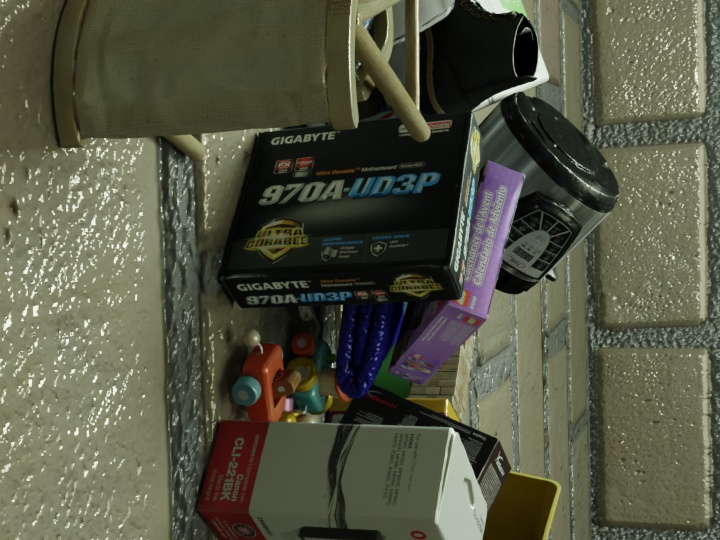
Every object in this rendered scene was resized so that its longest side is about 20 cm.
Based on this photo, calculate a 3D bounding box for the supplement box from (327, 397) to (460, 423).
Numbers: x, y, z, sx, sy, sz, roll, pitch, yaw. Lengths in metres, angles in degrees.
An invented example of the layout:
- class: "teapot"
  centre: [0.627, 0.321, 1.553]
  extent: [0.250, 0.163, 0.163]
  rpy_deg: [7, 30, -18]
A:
- class: "supplement box"
  centre: [0.029, 0.237, 1.223]
  extent: [0.103, 0.129, 0.203]
  rpy_deg: [60, 34, -56]

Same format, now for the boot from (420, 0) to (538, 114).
- class: "boot"
  centre: [0.123, -0.259, 1.241]
  extent: [0.077, 0.137, 0.203]
  rpy_deg: [4, 77, -40]

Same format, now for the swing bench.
- class: "swing bench"
  centre: [-0.071, -0.147, 0.822]
  extent: [0.200, 0.196, 0.132]
  rpy_deg: [-9, 97, -72]

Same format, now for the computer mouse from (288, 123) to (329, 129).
- class: "computer mouse"
  centre: [-0.037, -0.092, 1.158]
  extent: [0.138, 0.052, 0.203]
  rpy_deg: [18, 72, -72]

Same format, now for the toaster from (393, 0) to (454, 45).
- class: "toaster"
  centre: [0.006, -0.272, 1.087]
  extent: [0.130, 0.198, 0.115]
  rpy_deg: [64, 0, -59]

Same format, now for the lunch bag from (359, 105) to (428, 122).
- class: "lunch bag"
  centre: [0.053, -0.073, 1.276]
  extent: [0.075, 0.160, 0.203]
  rpy_deg: [-24, 111, -22]

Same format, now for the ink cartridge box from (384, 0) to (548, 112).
- class: "ink cartridge box"
  centre: [0.104, -0.247, 1.373]
  extent: [0.199, 0.084, 0.148]
  rpy_deg: [-26, 97, -42]

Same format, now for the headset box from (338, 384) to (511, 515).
- class: "headset box"
  centre: [0.024, 0.223, 1.107]
  extent: [0.202, 0.147, 0.077]
  rpy_deg: [-61, 151, -19]

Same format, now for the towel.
- class: "towel"
  centre: [0.019, 0.027, 1.133]
  extent: [0.200, 0.049, 0.150]
  rpy_deg: [-47, 144, -79]

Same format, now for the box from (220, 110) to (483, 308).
- class: "box"
  centre: [-0.004, -0.049, 1.017]
  extent: [0.046, 0.197, 0.161]
  rpy_deg: [61, 33, -49]

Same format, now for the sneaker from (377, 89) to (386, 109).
- class: "sneaker"
  centre: [0.054, -0.177, 1.431]
  extent: [0.082, 0.077, 0.203]
  rpy_deg: [-27, 107, -62]

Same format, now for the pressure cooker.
- class: "pressure cooker"
  centre: [0.168, -0.072, 1.374]
  extent: [0.177, 0.200, 0.178]
  rpy_deg: [53, 26, 18]

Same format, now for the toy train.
- class: "toy train"
  centre: [-0.050, 0.095, 1.087]
  extent: [0.200, 0.055, 0.152]
  rpy_deg: [-55, 145, -62]

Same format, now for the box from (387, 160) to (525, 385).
- class: "box"
  centre: [0.081, 0.008, 1.092]
  extent: [0.200, 0.039, 0.138]
  rpy_deg: [122, -14, -65]

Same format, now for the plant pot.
- class: "plant pot"
  centre: [0.103, 0.342, 1.382]
  extent: [0.200, 0.197, 0.179]
  rpy_deg: [-50, 148, -64]

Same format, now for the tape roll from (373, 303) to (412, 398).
- class: "tape roll"
  centre: [0.054, 0.055, 1.442]
  extent: [0.200, 0.047, 0.204]
  rpy_deg: [-1, 90, -72]

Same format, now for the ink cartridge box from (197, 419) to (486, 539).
- class: "ink cartridge box"
  centre: [-0.009, 0.193, 0.993]
  extent: [0.145, 0.197, 0.085]
  rpy_deg: [66, 29, -49]

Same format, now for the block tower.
- class: "block tower"
  centre: [0.098, 0.086, 1.411]
  extent: [0.054, 0.057, 0.202]
  rpy_deg: [65, 30, -49]
